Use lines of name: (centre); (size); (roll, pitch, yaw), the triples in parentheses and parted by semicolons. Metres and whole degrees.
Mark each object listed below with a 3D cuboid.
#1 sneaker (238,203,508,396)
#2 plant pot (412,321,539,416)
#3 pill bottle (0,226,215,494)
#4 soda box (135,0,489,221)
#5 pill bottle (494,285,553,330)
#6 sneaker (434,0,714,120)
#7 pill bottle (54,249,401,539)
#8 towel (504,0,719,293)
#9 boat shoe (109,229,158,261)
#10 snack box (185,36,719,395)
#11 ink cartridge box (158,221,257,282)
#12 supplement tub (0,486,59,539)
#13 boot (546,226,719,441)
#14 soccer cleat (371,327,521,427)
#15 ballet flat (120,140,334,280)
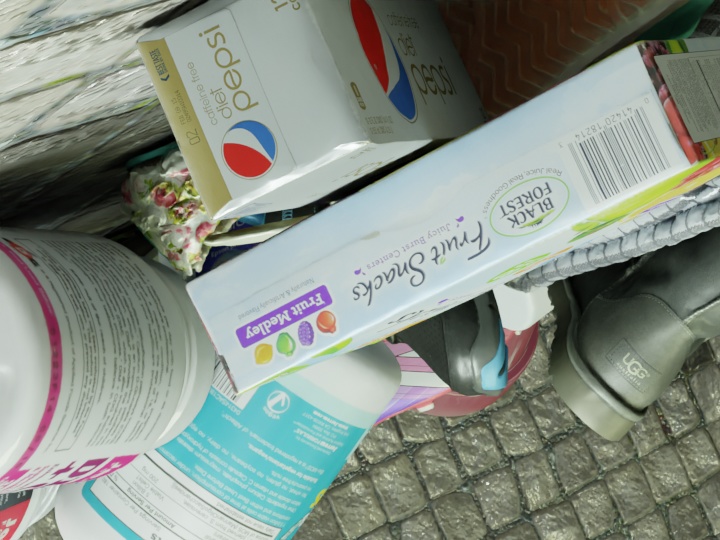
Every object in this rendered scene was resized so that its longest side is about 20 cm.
sneaker: (0.000, 0.000, 1.106); (0.082, 0.200, 0.073); (-23, 133, -18)
plant pot: (0.099, 0.013, 2.281); (0.199, 0.200, 0.179); (-22, 161, -32)
pill bottle: (-0.144, 0.038, 1.030); (0.113, 0.114, 0.200); (-25, 171, 18)
soda box: (-0.011, -0.065, 0.859); (0.063, 0.068, 0.200); (-25, 178, 15)
pill bottle: (0.130, -0.063, 1.237); (0.200, 0.114, 0.114); (-37, -178, -19)
sneaker: (0.089, -0.103, 0.961); (0.080, 0.072, 0.200); (-15, 170, -46)
pill bottle: (-0.076, 0.098, 1.168); (0.200, 0.111, 0.111); (-54, 173, 7)
towel: (0.136, -0.090, 1.068); (0.166, 0.086, 0.200); (-52, -164, -29)
boat shoe: (-0.134, 0.009, 1.359); (0.201, 0.072, 0.060); (-35, -133, -28)
snack box: (0.051, -0.023, 0.903); (0.199, 0.053, 0.142); (-27, 175, 22)
ink cartridge box: (-0.016, -0.023, 1.264); (0.197, 0.047, 0.201); (-23, 135, -24)
supplement tub: (-0.235, 0.088, 1.129); (0.140, 0.141, 0.200); (-25, 177, 25)
boot: (0.174, -0.024, 1.059); (0.200, 0.072, 0.182); (-46, -165, 20)
soccer cleat: (0.005, 0.043, 1.256); (0.200, 0.077, 0.067); (-34, -139, -5)
ballet flat: (-0.012, -0.056, 1.072); (0.199, 0.064, 0.076); (-25, 175, 7)
